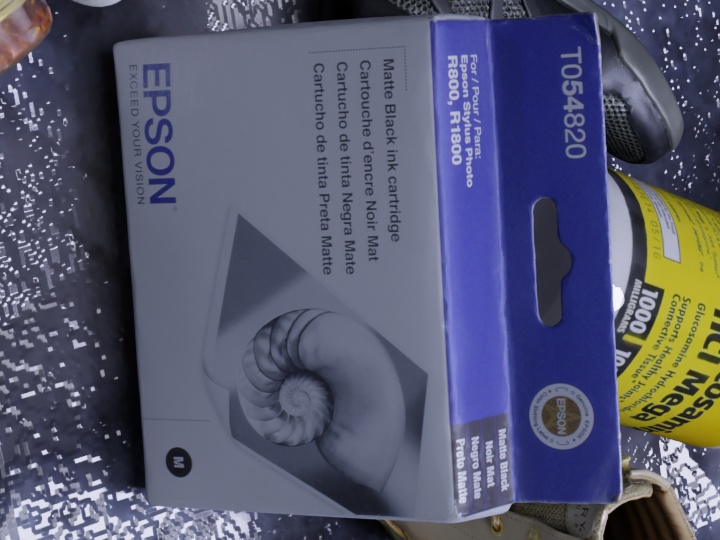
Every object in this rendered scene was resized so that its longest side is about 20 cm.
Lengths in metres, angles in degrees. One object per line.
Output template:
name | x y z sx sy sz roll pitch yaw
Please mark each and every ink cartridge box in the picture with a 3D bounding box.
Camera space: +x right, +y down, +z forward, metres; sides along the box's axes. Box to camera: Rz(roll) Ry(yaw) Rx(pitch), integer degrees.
ink cartridge box | 0.000 0.000 0.769 0.041 0.199 0.200 -15 102 -66

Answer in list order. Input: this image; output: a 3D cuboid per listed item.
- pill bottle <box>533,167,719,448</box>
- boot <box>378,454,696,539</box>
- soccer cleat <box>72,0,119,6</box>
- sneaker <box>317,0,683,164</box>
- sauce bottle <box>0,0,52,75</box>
pill bottle | 0.147 0.022 0.921 0.200 0.112 0.113 17 82 -35
boot | 0.049 0.085 0.827 0.073 0.155 0.200 -52 119 -22
soccer cleat | -0.137 -0.185 0.702 0.077 0.069 0.200 -5 68 -54
sneaker | 0.058 -0.088 0.877 0.199 0.076 0.114 37 73 -28
sauce bottle | -0.189 -0.157 0.699 0.066 0.066 0.200 -45 118 -25
